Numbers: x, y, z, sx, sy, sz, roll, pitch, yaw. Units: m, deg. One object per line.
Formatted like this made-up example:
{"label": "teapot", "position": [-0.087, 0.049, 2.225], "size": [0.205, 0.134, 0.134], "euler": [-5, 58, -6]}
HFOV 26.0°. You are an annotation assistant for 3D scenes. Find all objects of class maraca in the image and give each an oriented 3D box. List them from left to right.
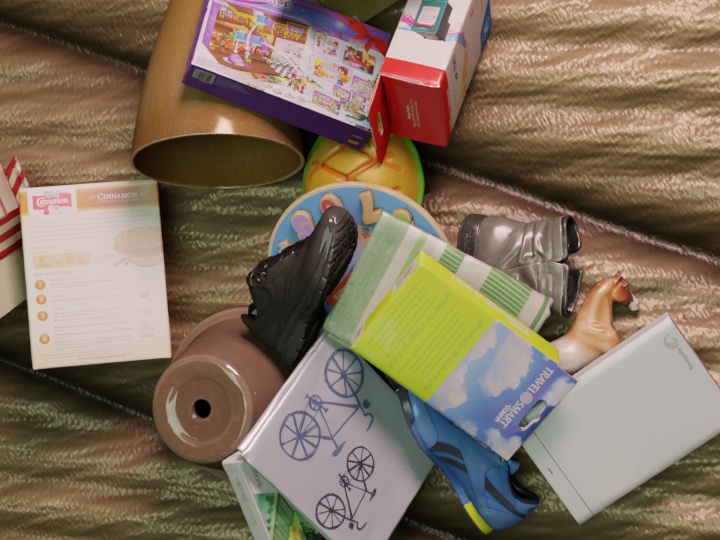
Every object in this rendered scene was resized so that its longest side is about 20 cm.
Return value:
{"label": "maraca", "position": [0.001, -0.110, 1.667], "size": [0.137, 0.107, 0.201], "euler": [-4, 81, 15]}

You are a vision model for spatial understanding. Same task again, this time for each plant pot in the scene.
{"label": "plant pot", "position": [-0.156, -0.210, 1.684], "size": [0.186, 0.186, 0.201], "euler": [-6, 76, 16]}
{"label": "plant pot", "position": [-0.141, 0.141, 1.681], "size": [0.199, 0.175, 0.201], "euler": [1, 93, 17]}

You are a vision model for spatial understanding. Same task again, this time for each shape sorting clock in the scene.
{"label": "shape sorting clock", "position": [0.000, 0.000, 1.623], "size": [0.199, 0.039, 0.201], "euler": [6, 124, 8]}

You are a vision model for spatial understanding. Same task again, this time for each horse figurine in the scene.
{"label": "horse figurine", "position": [0.225, 0.107, 1.636], "size": [0.200, 0.050, 0.133], "euler": [-33, 90, 12]}

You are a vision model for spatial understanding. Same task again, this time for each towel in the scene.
{"label": "towel", "position": [0.079, 0.046, 1.599], "size": [0.199, 0.023, 0.153], "euler": [27, 111, -4]}

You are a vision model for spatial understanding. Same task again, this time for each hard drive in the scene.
{"label": "hard drive", "position": [0.270, 0.153, 1.603], "size": [0.200, 0.027, 0.132], "euler": [-35, 95, 9]}

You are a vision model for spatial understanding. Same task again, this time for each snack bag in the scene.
{"label": "snack bag", "position": [-0.013, 0.186, 1.618], "size": [0.200, 0.189, 0.021], "euler": [46, 145, -17]}

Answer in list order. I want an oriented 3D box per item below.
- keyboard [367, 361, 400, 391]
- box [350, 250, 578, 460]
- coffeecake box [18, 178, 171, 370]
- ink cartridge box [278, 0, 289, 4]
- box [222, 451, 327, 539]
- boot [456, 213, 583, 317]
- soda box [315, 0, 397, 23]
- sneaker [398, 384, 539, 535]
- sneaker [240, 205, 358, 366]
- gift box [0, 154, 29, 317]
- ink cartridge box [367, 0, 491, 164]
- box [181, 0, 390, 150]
{"label": "keyboard", "position": [0.046, 0.093, 1.699], "size": [0.104, 0.040, 0.201], "euler": [-26, 93, 8]}
{"label": "box", "position": [0.105, 0.087, 1.573], "size": [0.200, 0.048, 0.122], "euler": [36, 110, -8]}
{"label": "coffeecake box", "position": [-0.296, 0.003, 1.744], "size": [0.153, 0.073, 0.201], "euler": [-4, 90, -11]}
{"label": "ink cartridge box", "position": [0.025, -0.355, 1.600], "size": [0.197, 0.047, 0.201], "euler": [-12, 49, 32]}
{"label": "box", "position": [-0.039, 0.219, 1.634], "size": [0.036, 0.200, 0.145], "euler": [-9, 106, 51]}
{"label": "boot", "position": [0.161, 0.037, 1.630], "size": [0.130, 0.068, 0.201], "euler": [6, 92, 29]}
{"label": "soda box", "position": [0.042, -0.339, 1.655], "size": [0.200, 0.064, 0.068], "euler": [-30, 39, 14]}
{"label": "sneaker", "position": [0.115, 0.186, 1.639], "size": [0.078, 0.066, 0.200], "euler": [-30, 108, 19]}
{"label": "sneaker", "position": [-0.068, 0.009, 1.589], "size": [0.091, 0.076, 0.200], "euler": [32, 125, 8]}
{"label": "gift box", "position": [-0.472, -0.030, 1.764], "size": [0.184, 0.187, 0.201], "euler": [-11, 104, 18]}
{"label": "ink cartridge box", "position": [0.072, -0.211, 1.595], "size": [0.067, 0.116, 0.201], "euler": [14, 67, 14]}
{"label": "box", "position": [-0.074, -0.220, 1.613], "size": [0.199, 0.039, 0.137], "euler": [20, 57, -14]}
